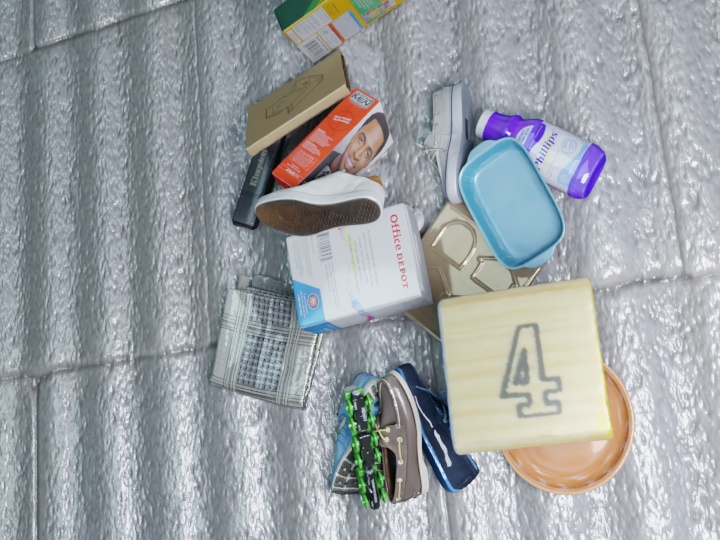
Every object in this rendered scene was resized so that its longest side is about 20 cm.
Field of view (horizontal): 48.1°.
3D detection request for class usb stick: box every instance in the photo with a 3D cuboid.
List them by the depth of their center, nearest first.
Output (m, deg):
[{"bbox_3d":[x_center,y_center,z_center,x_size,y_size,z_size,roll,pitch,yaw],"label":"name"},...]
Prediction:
[{"bbox_3d":[-0.175,-0.170,1.415,0.055,0.032,0.204,16,86,31],"label":"usb stick"}]

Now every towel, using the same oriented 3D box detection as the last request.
[{"bbox_3d":[-0.154,0.114,1.356,0.189,0.034,0.205,11,84,23],"label":"towel"}]

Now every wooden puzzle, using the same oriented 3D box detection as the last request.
[{"bbox_3d":[0.161,0.014,1.245,0.184,0.046,0.202,37,91,23],"label":"wooden puzzle"}]

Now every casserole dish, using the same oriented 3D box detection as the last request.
[{"bbox_3d":[0.225,-0.098,1.186,0.120,0.039,0.203,-34,74,26],"label":"casserole dish"}]

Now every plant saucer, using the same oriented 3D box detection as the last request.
[{"bbox_3d":[0.291,0.215,1.158,0.196,0.037,0.205,-4,79,22],"label":"plant saucer"}]

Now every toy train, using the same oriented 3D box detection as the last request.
[{"bbox_3d":[0.005,0.257,1.180,0.041,0.056,0.205,-14,112,-12],"label":"toy train"}]

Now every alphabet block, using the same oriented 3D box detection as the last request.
[{"bbox_3d":[0.222,0.133,1.071,0.195,0.195,0.201,-9,79,15],"label":"alphabet block"}]

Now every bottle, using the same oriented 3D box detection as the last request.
[{"bbox_3d":[0.268,-0.184,1.222,0.198,0.065,0.085,32,96,23],"label":"bottle"}]

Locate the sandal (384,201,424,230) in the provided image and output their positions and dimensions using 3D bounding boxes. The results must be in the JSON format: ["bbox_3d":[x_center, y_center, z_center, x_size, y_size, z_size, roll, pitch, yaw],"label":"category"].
[{"bbox_3d":[0.007,-0.081,1.315,0.199,0.083,0.051,14,129,24],"label":"sandal"}]

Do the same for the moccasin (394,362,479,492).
[{"bbox_3d":[0.114,0.229,1.214,0.067,0.080,0.204,-25,90,-13],"label":"moccasin"}]

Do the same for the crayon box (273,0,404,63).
[{"bbox_3d":[-0.033,-0.446,1.356,0.197,0.125,0.052,-30,71,14],"label":"crayon box"}]

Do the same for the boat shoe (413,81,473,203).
[{"bbox_3d":[0.128,-0.198,1.275,0.084,0.074,0.207,-7,71,28],"label":"boat shoe"}]

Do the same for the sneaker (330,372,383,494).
[{"bbox_3d":[-0.002,0.254,1.260,0.090,0.077,0.204,36,110,61],"label":"sneaker"}]

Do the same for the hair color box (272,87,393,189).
[{"bbox_3d":[-0.041,-0.182,1.290,0.061,0.102,0.200,33,74,32],"label":"hair color box"}]

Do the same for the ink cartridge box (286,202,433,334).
[{"bbox_3d":[0.000,0.000,1.220,0.196,0.085,0.148,-15,73,16],"label":"ink cartridge box"}]

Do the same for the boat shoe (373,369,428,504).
[{"bbox_3d":[0.052,0.248,1.187,0.058,0.072,0.205,-18,110,-22],"label":"boat shoe"}]

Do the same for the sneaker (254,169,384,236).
[{"bbox_3d":[-0.058,-0.104,1.204,0.195,0.074,0.086,-2,42,12],"label":"sneaker"}]

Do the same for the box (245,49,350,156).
[{"bbox_3d":[-0.108,-0.286,1.363,0.197,0.021,0.165,-30,33,14],"label":"box"}]

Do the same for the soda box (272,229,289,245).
[{"bbox_3d":[-0.065,-0.036,1.331,0.070,0.063,0.200,-48,67,7],"label":"soda box"}]
